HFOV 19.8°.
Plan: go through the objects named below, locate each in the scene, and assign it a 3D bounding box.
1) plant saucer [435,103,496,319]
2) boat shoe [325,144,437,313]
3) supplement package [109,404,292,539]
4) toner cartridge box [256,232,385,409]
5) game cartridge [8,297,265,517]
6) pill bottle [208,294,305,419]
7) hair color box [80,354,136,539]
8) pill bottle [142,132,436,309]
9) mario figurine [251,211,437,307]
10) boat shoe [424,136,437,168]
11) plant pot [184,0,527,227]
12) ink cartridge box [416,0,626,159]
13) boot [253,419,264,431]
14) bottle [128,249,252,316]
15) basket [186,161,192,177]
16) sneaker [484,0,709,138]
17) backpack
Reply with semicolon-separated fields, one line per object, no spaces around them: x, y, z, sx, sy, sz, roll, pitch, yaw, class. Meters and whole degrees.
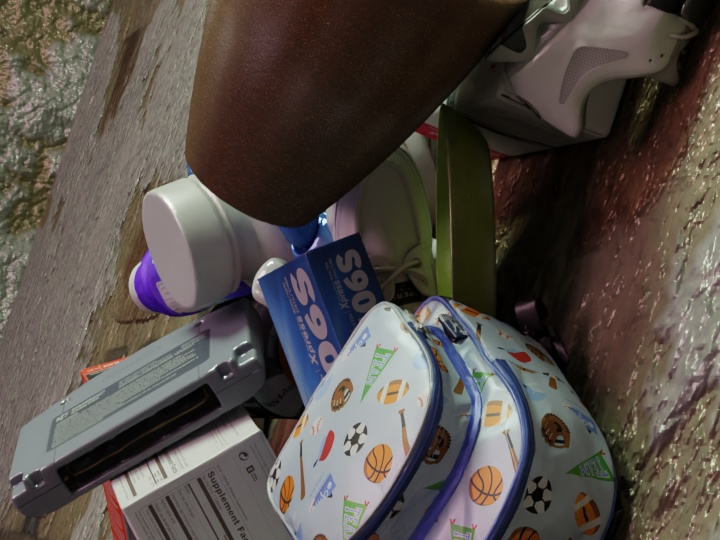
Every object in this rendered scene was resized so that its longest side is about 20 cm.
0.067;-0.006;1.317;0.200;0.031;0.202;178;90;-89;plant saucer
0.019;0.012;1.361;0.066;0.071;0.202;-137;45;-64;boat shoe
-0.102;0.177;1.488;0.110;0.157;0.200;-29;17;-6;supplement package
0.001;0.084;1.319;0.202;0.043;0.095;69;157;3;toner cartridge box
-0.156;0.095;1.474;0.199;0.042;0.133;-30;13;6;game cartridge
-0.053;0.062;1.589;0.200;0.105;0.107;-9;62;71;pill bottle
-0.150;0.164;1.631;0.061;0.101;0.202;-136;35;-58;hair color box
-0.052;-0.047;1.505;0.114;0.199;0.115;47;149;41;pill bottle
0.000;0.000;1.415;0.122;0.201;0.107;-12;37;19;mario figurine
0.056;-0.142;1.534;0.075;0.068;0.201;52;149;33;boat shoe
-0.024;-0.133;1.272;0.201;0.186;0.187;-59;20;22;plant pot
0.110;-0.159;1.364;0.200;0.084;0.146;-2;69;72;ink cartridge box
-0.094;0.081;1.766;0.155;0.072;0.201;-59;20;27;boot
-0.126;-0.003;1.640;0.083;0.066;0.200;-31;6;-30;bottle
-0.059;-0.099;1.682;0.177;0.139;0.200;-52;-2;-29;basket
0.175;-0.159;1.214;0.200;0.089;0.074;-42;-1;17;sneaker
0.050;0.120;1.149;0.201;0.153;0.190;-62;34;12;backpack
